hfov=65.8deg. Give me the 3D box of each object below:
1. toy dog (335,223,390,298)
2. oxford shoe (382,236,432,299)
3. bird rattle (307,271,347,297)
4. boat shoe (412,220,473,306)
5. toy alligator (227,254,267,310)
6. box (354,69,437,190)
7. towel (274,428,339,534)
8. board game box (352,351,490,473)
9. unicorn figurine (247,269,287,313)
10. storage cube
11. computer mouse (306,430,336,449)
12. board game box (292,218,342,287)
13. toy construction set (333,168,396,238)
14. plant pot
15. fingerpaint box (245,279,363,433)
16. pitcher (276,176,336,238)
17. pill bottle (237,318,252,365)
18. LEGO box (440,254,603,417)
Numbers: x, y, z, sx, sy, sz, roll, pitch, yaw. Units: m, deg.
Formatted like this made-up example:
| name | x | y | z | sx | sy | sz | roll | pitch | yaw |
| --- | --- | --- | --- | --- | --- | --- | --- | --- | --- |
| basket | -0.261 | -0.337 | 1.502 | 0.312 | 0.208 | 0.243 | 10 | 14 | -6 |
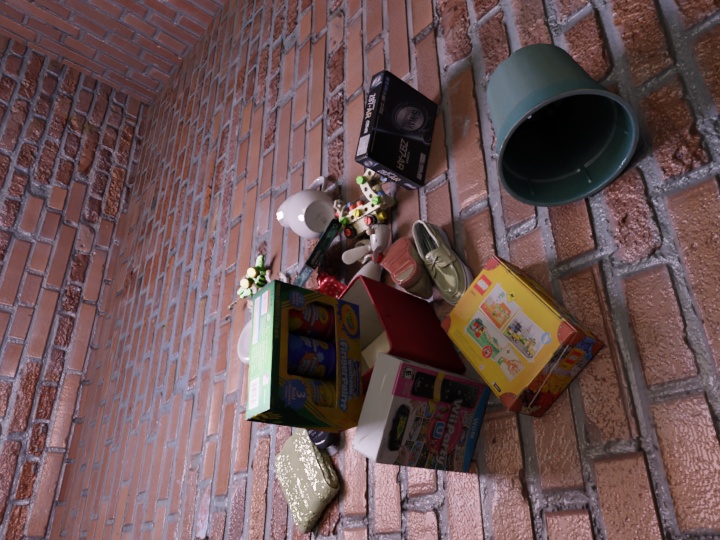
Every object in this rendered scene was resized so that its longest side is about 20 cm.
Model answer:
| name | x | y | z | sx | sy | sz | roll | pitch | yaw |
| --- | --- | --- | --- | --- | --- | --- | --- | --- | --- |
| toy dog | 0.000 | 0.000 | 1.166 | 0.132 | 0.096 | 0.201 | -22 | 62 | 48 |
| oxford shoe | 0.093 | -0.003 | 1.085 | 0.071 | 0.074 | 0.200 | -40 | 22 | 15 |
| bird rattle | -0.118 | 0.092 | 1.242 | 0.113 | 0.163 | 0.200 | 55 | 128 | 28 |
| boat shoe | 0.144 | -0.014 | 1.029 | 0.072 | 0.062 | 0.200 | -48 | 41 | 26 |
| toy alligator | -0.310 | 0.047 | 1.588 | 0.054 | 0.059 | 0.200 | 36 | 106 | 11 |
| box | 0.077 | -0.291 | 1.168 | 0.043 | 0.160 | 0.201 | -6 | 67 | 51 |
| towel | -0.119 | 0.428 | 1.169 | 0.149 | 0.036 | 0.200 | -59 | 38 | 15 |
| board game box | 0.098 | 0.222 | 0.855 | 0.064 | 0.200 | 0.148 | 9 | 81 | 53 |
| unicorn figurine | -0.229 | 0.068 | 1.467 | 0.200 | 0.074 | 0.138 | -56 | 46 | 40 |
| storage cube | 0.040 | 0.142 | 0.986 | 0.171 | 0.179 | 0.200 | -50 | 39 | 23 |
| computer mouse | -0.093 | 0.308 | 1.204 | 0.059 | 0.034 | 0.200 | -42 | 34 | 9 |
| board game box | -0.110 | -0.023 | 1.287 | 0.135 | 0.028 | 0.200 | -61 | 6 | -27 |
| toy construction set | 0.000 | -0.147 | 1.253 | 0.200 | 0.092 | 0.131 | -32 | 74 | 49 |
| plant pot | 0.289 | -0.238 | 0.862 | 0.200 | 0.200 | 0.196 | -41 | 37 | 32 |
| fingerpaint box | -0.081 | 0.134 | 0.854 | 0.073 | 0.167 | 0.201 | -32 | 49 | 42 |
| pitcher | -0.120 | -0.167 | 1.409 | 0.172 | 0.121 | 0.200 | -55 | 25 | -4 |
| pill bottle | -0.151 | 0.179 | 1.182 | 0.116 | 0.200 | 0.116 | -27 | 45 | 30 |
| LEGO box | 0.235 | 0.095 | 0.847 | 0.149 | 0.077 | 0.200 | -55 | 38 | 17 |
